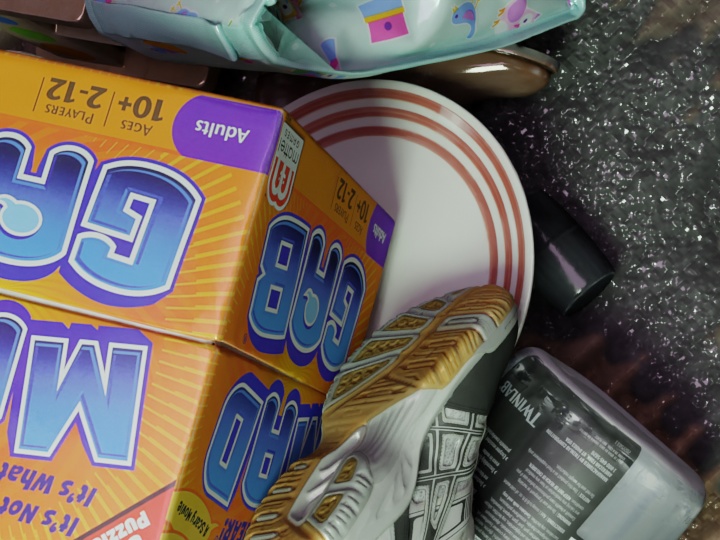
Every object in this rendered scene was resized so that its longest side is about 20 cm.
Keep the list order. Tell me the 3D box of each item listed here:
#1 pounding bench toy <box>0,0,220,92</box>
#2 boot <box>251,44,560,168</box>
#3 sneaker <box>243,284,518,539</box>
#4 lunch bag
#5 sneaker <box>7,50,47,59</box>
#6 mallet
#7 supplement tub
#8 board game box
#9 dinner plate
[{"bbox_3d":[-0.138,-0.219,0.940,0.124,0.156,0.200,13,86,26],"label":"pounding bench toy"},{"bbox_3d":[0.014,-0.027,0.917,0.186,0.064,0.200,1,81,28],"label":"boot"},{"bbox_3d":[0.023,0.093,0.774,0.076,0.088,0.200,-9,35,47],"label":"sneaker"},{"bbox_3d":[-0.019,-0.154,0.823,0.170,0.200,0.122,19,126,50],"label":"lunch bag"},{"bbox_3d":[-0.234,-0.083,0.975,0.200,0.105,0.075,1,63,16],"label":"sneaker"},{"bbox_3d":[0.037,0.031,0.895,0.200,0.041,0.066,-31,73,-2],"label":"mallet"},{"bbox_3d":[0.069,0.149,0.844,0.122,0.122,0.200,41,96,18],"label":"supplement tub"},{"bbox_3d":[-0.123,0.027,0.779,0.199,0.200,0.200,13,82,17],"label":"board game box"},{"bbox_3d":[0.000,0.000,0.875,0.200,0.024,0.201,-5,79,25],"label":"dinner plate"}]
